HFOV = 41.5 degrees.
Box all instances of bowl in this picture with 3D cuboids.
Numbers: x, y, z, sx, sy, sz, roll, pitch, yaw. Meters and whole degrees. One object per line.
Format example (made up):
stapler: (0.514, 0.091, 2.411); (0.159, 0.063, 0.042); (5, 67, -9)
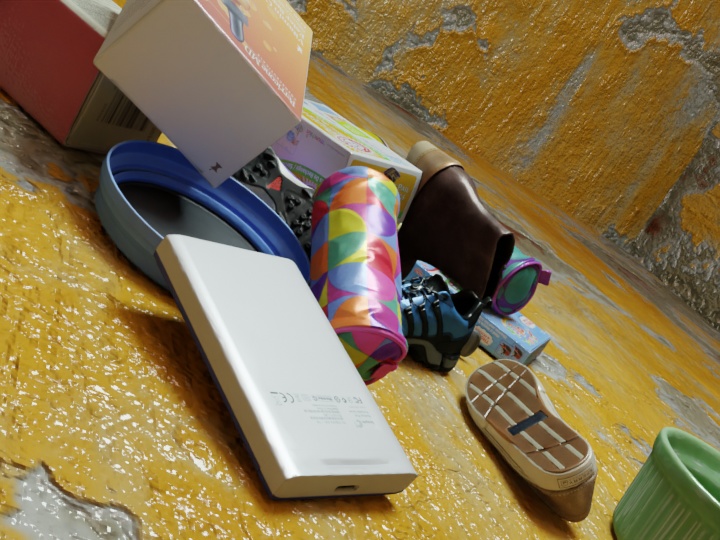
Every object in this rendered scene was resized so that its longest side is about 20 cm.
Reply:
bowl: (-0.133, -0.033, 0.801); (0.199, 0.040, 0.201); (33, 20, -13)

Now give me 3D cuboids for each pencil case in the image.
pencil case: (0.000, 0.000, 0.806); (0.087, 0.088, 0.203); (27, 42, -24)
pencil case: (0.142, -0.031, 1.198); (0.091, 0.086, 0.200); (-14, 42, -30)

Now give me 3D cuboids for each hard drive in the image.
hard drive: (-0.053, 0.064, 0.652); (0.131, 0.025, 0.202); (13, 36, -49)

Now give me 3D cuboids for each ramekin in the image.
ramekin: (0.323, 0.245, 0.849); (0.198, 0.099, 0.200); (32, 15, -10)

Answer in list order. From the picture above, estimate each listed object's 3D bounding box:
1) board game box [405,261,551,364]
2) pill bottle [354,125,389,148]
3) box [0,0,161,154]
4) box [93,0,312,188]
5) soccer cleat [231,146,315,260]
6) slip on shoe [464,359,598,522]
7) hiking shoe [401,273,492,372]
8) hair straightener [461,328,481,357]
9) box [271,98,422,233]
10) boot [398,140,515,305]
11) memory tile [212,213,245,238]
board game box: (0.142, 0.045, 1.203); (0.199, 0.037, 0.151); (38, 15, 16)
pill bottle: (-0.045, -0.145, 1.240); (0.109, 0.110, 0.199); (41, 16, 27)
box: (-0.283, -0.213, 0.925); (0.199, 0.110, 0.127); (40, 16, 21)
box: (-0.132, -0.204, 0.861); (0.152, 0.105, 0.202); (46, 24, -28)
soccer cleat: (-0.075, -0.057, 0.934); (0.200, 0.068, 0.073); (48, -16, 17)
slip on shoe: (0.154, 0.150, 0.865); (0.200, 0.075, 0.062); (45, -23, 62)
hiking shoe: (0.041, 0.033, 0.914); (0.198, 0.088, 0.074); (18, 21, -47)
hair straightener: (0.050, 0.034, 1.016); (0.198, 0.041, 0.077); (35, 14, -19)
box: (-0.045, -0.109, 1.027); (0.111, 0.103, 0.199); (8, 23, -44)
boot: (0.082, -0.019, 1.027); (0.071, 0.202, 0.167); (-13, 50, -29)
memory tile: (-0.091, -0.040, 0.995); (0.152, 0.017, 0.201); (31, 15, -13)
